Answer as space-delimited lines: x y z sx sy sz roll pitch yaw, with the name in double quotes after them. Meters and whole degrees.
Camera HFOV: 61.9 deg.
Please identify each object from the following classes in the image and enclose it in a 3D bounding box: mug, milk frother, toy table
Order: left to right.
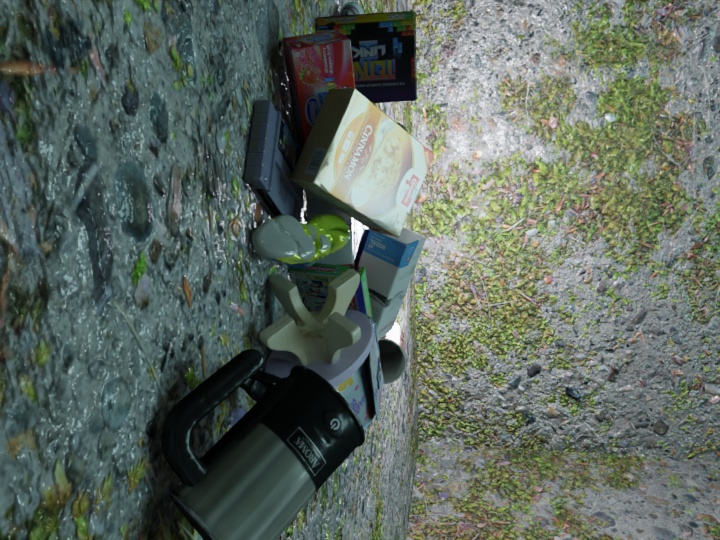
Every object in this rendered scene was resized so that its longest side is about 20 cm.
-0.128 0.201 0.676 0.188 0.181 0.200 -41 175 -29 "milk frother"
-0.066 0.088 0.901 0.200 0.181 0.119 -46 145 -40 "toy table"
0.055 0.239 1.756 0.134 0.176 0.200 51 14 -7 "mug"

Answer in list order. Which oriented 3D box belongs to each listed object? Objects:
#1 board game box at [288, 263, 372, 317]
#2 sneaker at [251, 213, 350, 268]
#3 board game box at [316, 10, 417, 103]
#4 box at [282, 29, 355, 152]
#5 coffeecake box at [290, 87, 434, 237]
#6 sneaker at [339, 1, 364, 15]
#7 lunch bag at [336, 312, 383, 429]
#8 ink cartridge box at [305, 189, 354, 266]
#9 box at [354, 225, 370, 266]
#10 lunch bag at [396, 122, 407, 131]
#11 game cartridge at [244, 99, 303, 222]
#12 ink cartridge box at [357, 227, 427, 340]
-0.046 0.073 1.067 0.029 0.131 0.203 -66 155 -45 "board game box"
-0.103 -0.031 0.923 0.198 0.105 0.077 -10 67 -50 "sneaker"
0.015 -0.423 1.205 0.057 0.195 0.169 -64 152 -70 "board game box"
-0.062 -0.279 0.992 0.096 0.097 0.204 -118 -161 -56 "box"
0.008 -0.167 0.958 0.198 0.072 0.156 28 85 -40 "coffeecake box"
-0.020 -0.494 1.374 0.141 0.076 0.203 -72 150 -54 "sneaker"
-0.031 0.191 1.004 0.199 0.126 0.173 -38 137 -36 "lunch bag"
-0.052 -0.089 1.091 0.148 0.083 0.205 -89 180 -67 "ink cartridge box"
0.000 0.000 1.261 0.122 0.032 0.204 -72 175 -58 "box"
0.025 -0.240 1.271 0.133 0.195 0.139 -65 148 -71 "lunch bag"
-0.123 -0.150 0.919 0.200 0.037 0.133 63 33 -68 "game cartridge"
0.044 0.020 1.168 0.145 0.082 0.204 -23 135 -68 "ink cartridge box"
